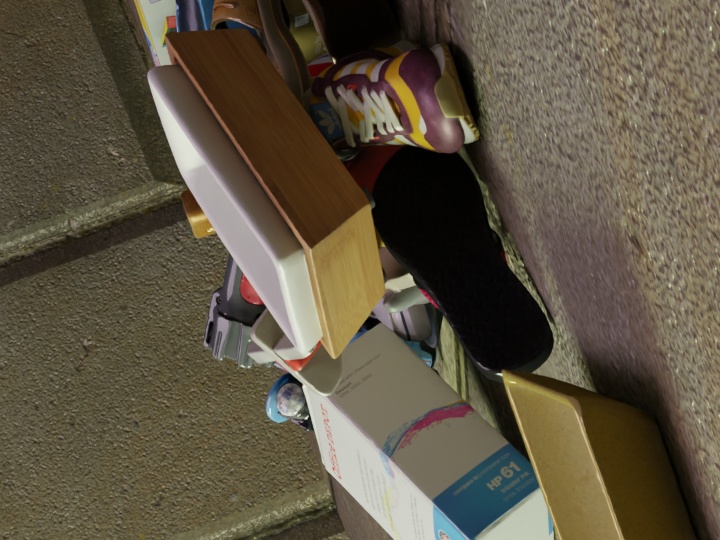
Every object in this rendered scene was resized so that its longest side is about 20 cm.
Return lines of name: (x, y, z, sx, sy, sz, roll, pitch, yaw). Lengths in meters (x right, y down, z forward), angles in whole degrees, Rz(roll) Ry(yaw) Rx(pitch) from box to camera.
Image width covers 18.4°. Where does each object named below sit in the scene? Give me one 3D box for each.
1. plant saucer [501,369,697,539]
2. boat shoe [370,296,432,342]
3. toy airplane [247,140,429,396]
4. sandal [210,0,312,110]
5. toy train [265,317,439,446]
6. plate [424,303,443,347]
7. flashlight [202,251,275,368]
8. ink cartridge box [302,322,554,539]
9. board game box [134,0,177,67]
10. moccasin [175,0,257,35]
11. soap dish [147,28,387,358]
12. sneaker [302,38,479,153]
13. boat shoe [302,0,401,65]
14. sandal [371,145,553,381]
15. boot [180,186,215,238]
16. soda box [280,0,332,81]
plant saucer: (0.155, 0.151, 1.302, 0.200, 0.048, 0.200, -161, 51, -82)
boat shoe: (0.002, 0.009, 1.791, 0.200, 0.067, 0.074, -124, 15, -63)
toy airplane: (0.000, 0.000, 1.637, 0.199, 0.141, 0.200, -56, 28, 28)
sandal: (-0.080, -0.172, 1.635, 0.080, 0.054, 0.200, 82, 170, -53)
toy train: (0.002, 0.090, 1.865, 0.087, 0.114, 0.200, 28, -171, 32)
plate: (0.035, -0.035, 1.793, 0.200, 0.026, 0.200, 160, 90, -82)
flashlight: (-0.071, -0.020, 1.772, 0.068, 0.068, 0.200, -134, 52, -59)
ink cartridge box: (0.054, 0.157, 1.716, 0.200, 0.085, 0.145, 42, 159, 30)
board game box: (-0.112, -0.237, 1.827, 0.040, 0.153, 0.200, -119, 12, -59)
moccasin: (-0.108, -0.182, 1.781, 0.068, 0.080, 0.200, 35, 133, 54)
soap dish: (-0.060, -0.057, 1.503, 0.200, 0.081, 0.157, 56, 169, 27)
sneaker: (0.016, -0.106, 1.466, 0.200, 0.090, 0.075, -146, 36, -79)
boat shoe: (-0.022, -0.221, 1.530, 0.200, 0.072, 0.065, 69, 174, -47)
sandal: (0.066, -0.003, 1.471, 0.200, 0.075, 0.045, 62, -178, 32)
boot: (-0.077, -0.070, 1.851, 0.201, 0.144, 0.071, 152, 97, -81)
soda box: (-0.039, -0.200, 1.730, 0.200, 0.064, 0.068, 99, 150, -75)
